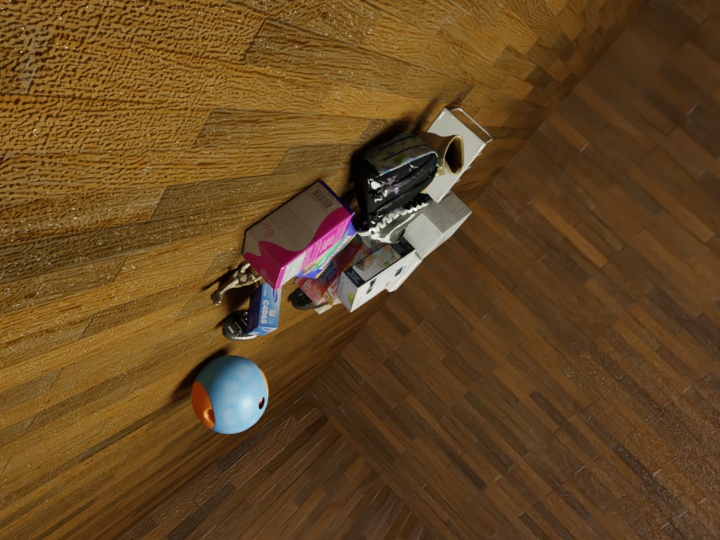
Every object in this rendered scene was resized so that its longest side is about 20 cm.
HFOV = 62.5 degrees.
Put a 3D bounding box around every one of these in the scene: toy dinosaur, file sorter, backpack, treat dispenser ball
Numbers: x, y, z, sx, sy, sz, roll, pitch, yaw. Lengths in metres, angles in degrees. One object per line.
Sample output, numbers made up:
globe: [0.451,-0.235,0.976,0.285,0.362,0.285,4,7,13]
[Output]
toy dinosaur: [-0.240,0.013,1.217,0.101,0.058,0.200,-32,180,22]
file sorter: [0.233,-0.311,1.579,0.200,0.139,0.124,-51,172,31]
backpack: [0.080,-0.216,1.313,0.199,0.154,0.164,-22,144,-11]
treat dispenser ball: [-0.343,0.325,1.565,0.201,0.201,0.201,-44,170,-9]

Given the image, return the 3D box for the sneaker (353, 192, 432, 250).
sneaker: [0.082,-0.112,1.388,0.199,0.067,0.091,-28,131,-9]

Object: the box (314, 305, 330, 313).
box: [-0.080,0.031,1.833,0.200,0.078,0.095,-50,169,25]

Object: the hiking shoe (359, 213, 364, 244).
hiking shoe: [0.054,-0.151,1.424,0.074,0.086,0.202,-17,123,-72]

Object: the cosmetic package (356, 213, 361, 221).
cosmetic package: [0.032,-0.121,1.695,0.103,0.073,0.200,-38,168,-40]

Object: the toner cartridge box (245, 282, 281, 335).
toner cartridge box: [-0.217,0.089,1.315,0.200,0.043,0.096,152,-56,-70]

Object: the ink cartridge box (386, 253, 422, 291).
ink cartridge box: [0.090,-0.028,1.717,0.129,0.125,0.200,-47,174,5]

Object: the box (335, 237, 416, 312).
box: [0.038,0.007,1.478,0.199,0.060,0.117,-32,158,-29]

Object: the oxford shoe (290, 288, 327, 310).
oxford shoe: [-0.109,0.072,1.759,0.198,0.073,0.085,-9,161,-9]

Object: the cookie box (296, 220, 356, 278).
cookie box: [-0.096,-0.068,1.365,0.171,0.075,0.200,-48,171,6]

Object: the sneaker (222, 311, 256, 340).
sneaker: [-0.281,0.142,1.470,0.079,0.074,0.200,-43,172,19]

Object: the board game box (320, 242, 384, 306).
board game box: [0.000,0.000,1.566,0.200,0.046,0.151,-50,165,19]

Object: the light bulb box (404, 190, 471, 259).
light bulb box: [0.189,-0.175,1.761,0.198,0.200,0.125,-34,167,-47]

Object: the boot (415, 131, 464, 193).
boot: [0.169,-0.228,1.411,0.072,0.155,0.202,14,96,-32]

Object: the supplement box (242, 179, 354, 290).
supplement box: [-0.123,-0.070,1.168,0.200,0.101,0.104,-39,169,-31]

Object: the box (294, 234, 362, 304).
box: [-0.073,-0.013,1.623,0.200,0.095,0.102,-50,168,21]
